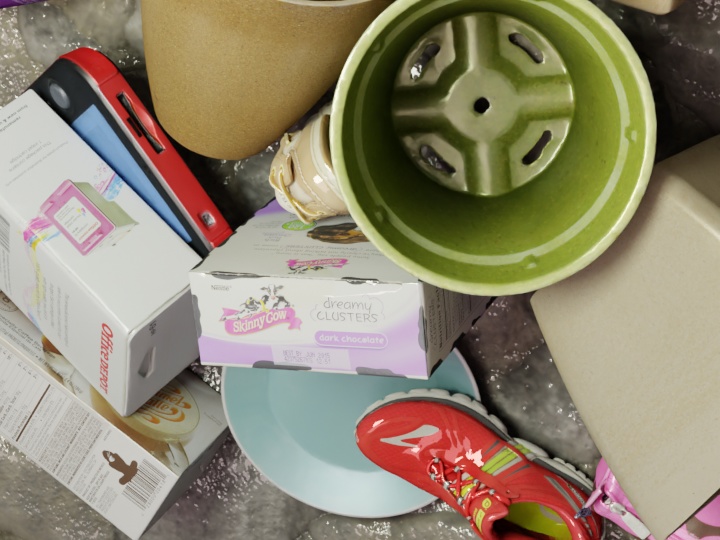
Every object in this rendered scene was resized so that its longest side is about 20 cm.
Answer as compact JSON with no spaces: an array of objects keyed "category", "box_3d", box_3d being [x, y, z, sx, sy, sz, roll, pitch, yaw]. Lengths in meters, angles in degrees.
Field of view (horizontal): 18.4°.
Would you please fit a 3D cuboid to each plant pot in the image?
[{"category":"plant pot","box_3d":[0.233,0.026,1.455,0.177,0.200,0.200,47,121,12]},{"category":"plant pot","box_3d":[0.083,-0.099,1.442,0.199,0.184,0.201,0,101,1]},{"category":"plant pot","box_3d":[-0.075,-0.177,1.515,0.186,0.186,0.200,32,138,7]}]

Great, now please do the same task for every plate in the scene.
[{"category":"plate","box_3d":[-0.006,0.095,1.656,0.199,0.026,0.201,6,119,10]}]

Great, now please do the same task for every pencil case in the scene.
[{"category":"pencil case","box_3d":[0.256,0.181,1.556,0.199,0.094,0.091,28,119,9]}]

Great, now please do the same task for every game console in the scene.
[{"category":"game console","box_3d":[-0.174,-0.061,1.627,0.200,0.031,0.177,55,151,-5]}]

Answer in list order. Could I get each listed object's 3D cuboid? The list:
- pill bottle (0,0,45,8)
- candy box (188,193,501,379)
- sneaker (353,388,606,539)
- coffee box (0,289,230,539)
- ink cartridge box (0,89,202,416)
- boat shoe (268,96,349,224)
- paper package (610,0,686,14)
[{"category":"pill bottle","box_3d":[-0.230,-0.246,1.572,0.199,0.112,0.113,-6,109,24]},{"category":"candy box","box_3d":[0.000,0.000,1.526,0.167,0.200,0.072,3,113,22]},{"category":"sneaker","box_3d":[0.088,0.153,1.601,0.199,0.085,0.077,24,120,-3]},{"category":"coffee box","box_3d":[-0.208,0.097,1.705,0.200,0.114,0.080,38,121,6]},{"category":"ink cartridge box","box_3d":[-0.205,-0.010,1.620,0.200,0.085,0.145,45,156,16]},{"category":"boat shoe","box_3d":[-0.026,-0.064,1.507,0.069,0.200,0.074,-37,97,9]},{"category":"paper package","box_3d":[0.145,-0.283,1.405,0.190,0.103,0.201,17,116,14]}]
